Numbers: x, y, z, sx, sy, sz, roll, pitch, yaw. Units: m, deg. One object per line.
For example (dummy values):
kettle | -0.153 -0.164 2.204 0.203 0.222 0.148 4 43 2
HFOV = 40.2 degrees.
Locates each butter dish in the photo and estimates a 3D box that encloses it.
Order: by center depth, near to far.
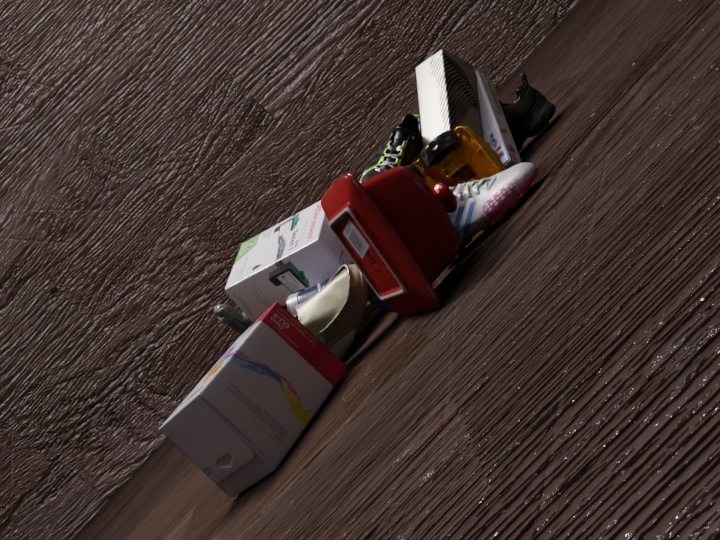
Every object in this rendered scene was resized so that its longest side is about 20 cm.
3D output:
butter dish | 0.061 -0.059 1.274 0.147 0.200 0.200 -37 2 -14

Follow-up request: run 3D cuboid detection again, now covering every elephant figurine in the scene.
elephant figurine | -0.149 0.092 1.754 0.142 0.200 0.155 -47 4 -10

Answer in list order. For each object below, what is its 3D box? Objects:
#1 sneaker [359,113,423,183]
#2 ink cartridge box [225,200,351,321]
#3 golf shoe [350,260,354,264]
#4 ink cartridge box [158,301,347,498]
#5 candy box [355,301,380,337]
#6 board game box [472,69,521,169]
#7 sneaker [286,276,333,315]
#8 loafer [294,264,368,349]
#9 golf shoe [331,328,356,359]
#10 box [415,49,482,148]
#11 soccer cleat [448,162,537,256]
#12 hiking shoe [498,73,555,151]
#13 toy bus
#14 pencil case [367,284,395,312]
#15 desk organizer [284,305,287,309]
sneaker | 0.051 -0.187 1.558 0.200 0.071 0.083 -58 -25 -48
ink cartridge box | -0.114 -0.021 1.655 0.199 0.085 0.147 -28 27 23
golf shoe | 0.000 0.000 1.681 0.091 0.075 0.200 -43 5 -5
ink cartridge box | -0.146 0.179 1.355 0.145 0.145 0.200 -41 8 47
candy box | 0.006 0.066 1.664 0.102 0.026 0.200 -50 4 13
board game box | 0.185 -0.213 1.613 0.126 0.034 0.201 -42 47 37
sneaker | -0.034 0.051 1.582 0.108 0.071 0.200 -24 -10 15
loafer | -0.056 0.066 1.405 0.201 0.068 0.076 -55 35 31
golf shoe | -0.074 0.152 1.516 0.200 0.078 0.098 -49 21 34
box | 0.144 -0.246 1.583 0.068 0.082 0.202 -28 58 42
soccer cleat | 0.146 -0.089 1.324 0.200 0.086 0.070 -43 6 29
hiking shoe | 0.231 -0.237 1.663 0.200 0.101 0.076 -42 -8 22
toy bus | 0.145 -0.119 1.469 0.200 0.136 0.192 -41 -9 29
pencil case | 0.037 0.010 1.467 0.200 0.086 0.079 -118 51 -84
desk organizer | -0.101 0.082 1.659 0.076 0.072 0.200 -21 24 18
